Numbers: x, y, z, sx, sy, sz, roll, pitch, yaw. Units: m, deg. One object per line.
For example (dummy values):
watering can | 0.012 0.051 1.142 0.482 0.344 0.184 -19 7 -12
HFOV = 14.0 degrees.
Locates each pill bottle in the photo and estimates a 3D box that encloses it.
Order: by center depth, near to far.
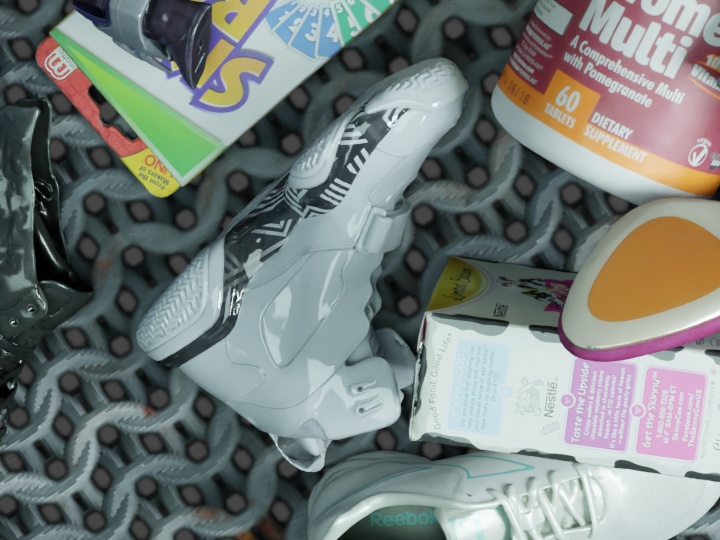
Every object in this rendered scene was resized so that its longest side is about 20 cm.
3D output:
pill bottle | 0.146 -0.133 1.270 0.109 0.110 0.200 27 104 1

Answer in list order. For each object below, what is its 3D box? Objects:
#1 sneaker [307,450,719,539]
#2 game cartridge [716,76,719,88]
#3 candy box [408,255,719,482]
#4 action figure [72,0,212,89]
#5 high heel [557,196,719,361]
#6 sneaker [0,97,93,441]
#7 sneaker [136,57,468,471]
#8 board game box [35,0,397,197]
sneaker | 0.071 0.113 1.346 0.200 0.080 0.071 -11 99 7
game cartridge | 0.251 -0.124 1.194 0.130 0.038 0.200 35 97 5
candy box | 0.127 0.045 1.296 0.200 0.136 0.061 7 102 4
action figure | -0.156 -0.152 1.300 0.200 0.069 0.130 20 79 7
high heel | 0.159 0.002 1.264 0.067 0.200 0.096 40 149 23
sneaker | -0.172 0.026 1.365 0.104 0.060 0.200 -11 97 13
sneaker | 0.000 0.000 1.335 0.115 0.075 0.200 45 108 -4
board game box | -0.051 -0.127 1.338 0.200 0.030 0.096 -40 94 15
